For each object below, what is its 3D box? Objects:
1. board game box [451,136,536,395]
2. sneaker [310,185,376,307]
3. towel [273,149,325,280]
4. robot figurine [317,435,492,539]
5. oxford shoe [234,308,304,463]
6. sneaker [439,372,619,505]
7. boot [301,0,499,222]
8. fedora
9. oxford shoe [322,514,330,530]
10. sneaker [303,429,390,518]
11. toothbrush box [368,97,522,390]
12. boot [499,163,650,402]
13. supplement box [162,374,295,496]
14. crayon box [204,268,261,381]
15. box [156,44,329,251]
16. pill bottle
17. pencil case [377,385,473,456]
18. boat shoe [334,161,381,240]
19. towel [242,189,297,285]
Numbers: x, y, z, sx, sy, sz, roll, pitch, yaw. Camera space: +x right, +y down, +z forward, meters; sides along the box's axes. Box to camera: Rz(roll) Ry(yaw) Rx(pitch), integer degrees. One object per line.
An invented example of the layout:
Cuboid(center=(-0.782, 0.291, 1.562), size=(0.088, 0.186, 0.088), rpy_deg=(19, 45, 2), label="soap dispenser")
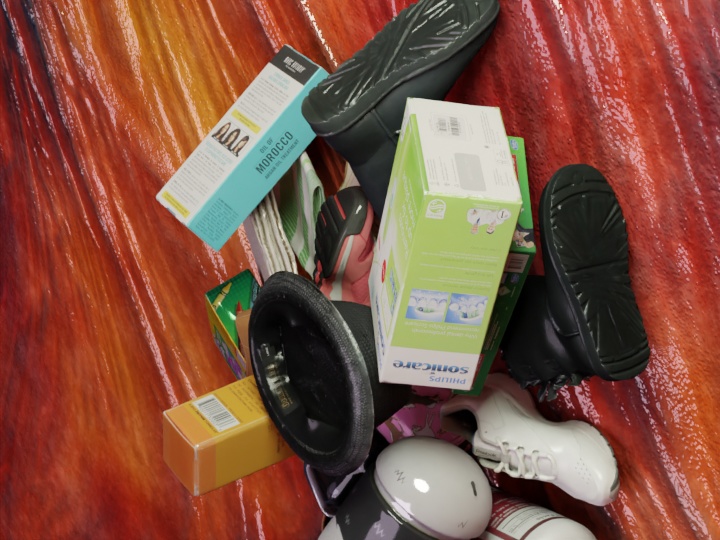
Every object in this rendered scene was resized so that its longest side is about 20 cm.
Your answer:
Cuboid(center=(0.112, -0.002, 1.603), size=(0.200, 0.029, 0.135), rpy_deg=(106, 166, -47), label="board game box")
Cuboid(center=(0.000, 0.000, 1.719), size=(0.074, 0.086, 0.201), rpy_deg=(-108, 23, -47), label="sneaker")
Cuboid(center=(-0.063, -0.069, 1.819), size=(0.200, 0.023, 0.153), rpy_deg=(-116, 17, -54), label="towel")
Cuboid(center=(0.038, 0.246, 1.682), size=(0.150, 0.125, 0.200), rpy_deg=(32, 111, -5), label="robot figurine")
Cuboid(center=(-0.077, 0.118, 1.847), size=(0.071, 0.071, 0.200), rpy_deg=(-5, 119, 21), label="oxford shoe")
Cuboid(center=(0.154, 0.166, 1.668), size=(0.200, 0.087, 0.075), rpy_deg=(28, 125, 43), label="sneaker")
Cuboid(center=(0.065, -0.140, 1.593), size=(0.168, 0.200, 0.076), rpy_deg=(48, -172, -42), label="boot")
Cuboid(center=(-0.018, 0.085, 1.637), size=(0.200, 0.091, 0.201), rpy_deg=(30, 127, 50), label="fedora")
Cuboid(center=(0.007, 0.235, 1.930), size=(0.071, 0.071, 0.200), rpy_deg=(44, 143, 16), label="oxford shoe")
Cuboid(center=(0.032, 0.218, 1.801), size=(0.200, 0.109, 0.070), rpy_deg=(33, 126, -3), label="sneaker")
Cuboid(center=(0.067, -0.022, 1.535), size=(0.146, 0.086, 0.200), rpy_deg=(-96, 14, -52), label="toothbrush box")
Cuboid(center=(0.169, 0.014, 1.565), size=(0.162, 0.073, 0.199), rpy_deg=(-9, 98, 66), label="boot")
Cuboid(center=(-0.089, 0.141, 1.740), size=(0.069, 0.200, 0.067), rpy_deg=(43, 141, 41), label="supplement box")
Cuboid(center=(-0.112, 0.087, 1.976), size=(0.119, 0.058, 0.200), rpy_deg=(57, 170, 14), label="crayon box")
Cuboid(center=(-0.105, -0.120, 1.759), size=(0.049, 0.200, 0.082), rpy_deg=(41, 179, -37), label="box")
Cuboid(center=(0.155, 0.278, 1.716), size=(0.200, 0.113, 0.113), rpy_deg=(19, 126, 51), label="pill bottle")
Cuboid(center=(0.040, 0.110, 1.801), size=(0.200, 0.086, 0.083), rpy_deg=(51, 125, 23), label="pencil case")
Cuboid(center=(0.018, -0.058, 1.733), size=(0.069, 0.074, 0.200), rpy_deg=(49, 145, 35), label="boat shoe")
Cuboid(center=(-0.095, -0.031, 1.877), size=(0.200, 0.034, 0.133), rpy_deg=(178, 75, -83), label="towel")
